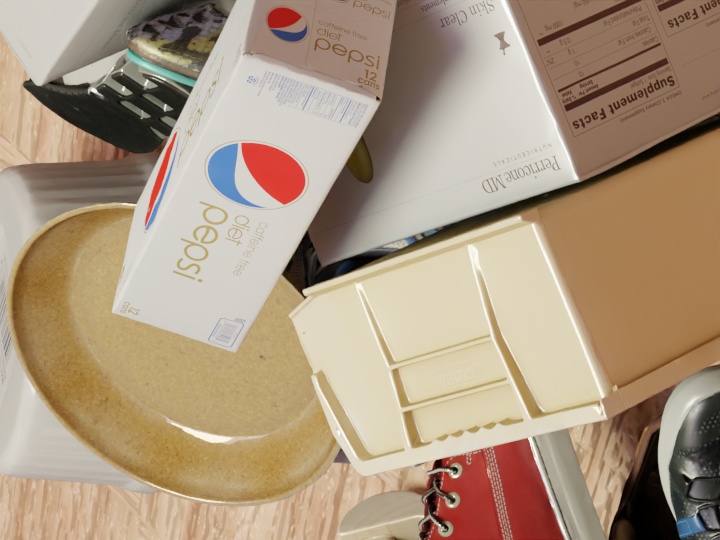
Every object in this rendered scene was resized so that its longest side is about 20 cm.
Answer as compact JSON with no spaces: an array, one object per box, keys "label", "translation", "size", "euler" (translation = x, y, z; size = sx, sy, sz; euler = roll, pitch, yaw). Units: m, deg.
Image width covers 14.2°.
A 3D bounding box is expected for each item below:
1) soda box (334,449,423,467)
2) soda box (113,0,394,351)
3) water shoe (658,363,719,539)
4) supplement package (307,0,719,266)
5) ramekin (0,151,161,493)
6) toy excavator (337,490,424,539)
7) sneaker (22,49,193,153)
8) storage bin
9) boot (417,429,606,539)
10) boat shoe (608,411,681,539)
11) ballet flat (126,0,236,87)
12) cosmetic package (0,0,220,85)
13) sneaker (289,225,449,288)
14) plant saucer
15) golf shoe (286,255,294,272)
[{"label":"soda box","translation":[-0.019,0.066,1.616],"size":[0.200,0.064,0.068],"euler":[-2,109,52]},{"label":"soda box","translation":[-0.049,-0.050,1.290],"size":[0.064,0.068,0.200],"euler":[18,141,-12]},{"label":"water shoe","translation":[0.189,0.136,1.361],"size":[0.079,0.071,0.200],"euler":[-114,11,-57]},{"label":"supplement package","translation":[0.070,-0.095,1.331],"size":[0.200,0.156,0.111],"euler":[-19,96,53]},{"label":"ramekin","translation":[-0.166,0.030,1.678],"size":[0.200,0.097,0.201],"euler":[-179,90,-69]},{"label":"toy excavator","translation":[0.047,0.202,1.540],"size":[0.200,0.195,0.100],"euler":[4,134,31]},{"label":"sneaker","translation":[-0.116,-0.119,1.581],"size":[0.074,0.089,0.200],"euler":[33,162,-26]},{"label":"storage bin","translation":[0.101,0.006,1.315],"size":[0.198,0.200,0.094],"euler":[-19,94,54]},{"label":"boot","translation":[0.037,0.121,1.416],"size":[0.072,0.144,0.200],"euler":[132,117,-76]},{"label":"boat shoe","translation":[0.150,0.137,1.444],"size":[0.072,0.072,0.200],"euler":[42,139,27]},{"label":"ballet flat","translation":[-0.021,-0.107,1.433],"size":[0.072,0.200,0.072],"euler":[-35,46,47]},{"label":"cosmetic package","translation":[-0.078,-0.214,1.404],"size":[0.123,0.200,0.199],"euler":[56,144,8]},{"label":"sneaker","translation":[0.000,0.000,1.535],"size":[0.200,0.085,0.077],"euler":[-2,109,52]},{"label":"plant saucer","translation":[-0.092,0.038,1.533],"size":[0.200,0.035,0.201],"euler":[15,131,17]},{"label":"golf shoe","translation":[-0.039,-0.089,1.531],"size":[0.077,0.088,0.200],"euler":[24,112,-9]}]
